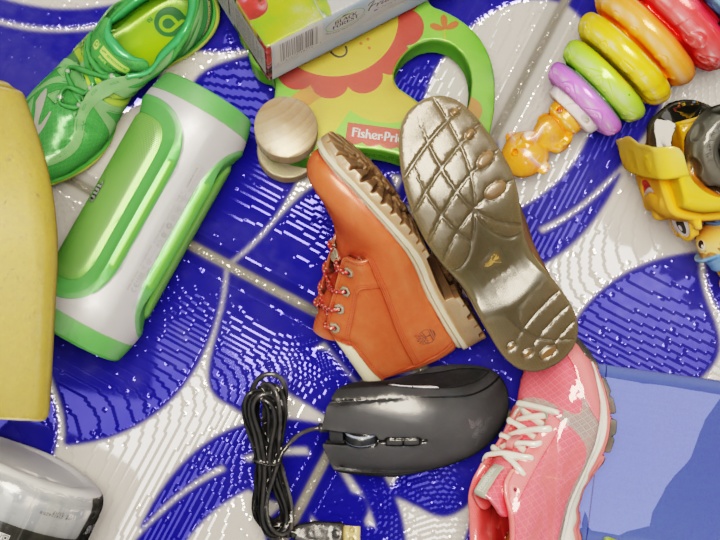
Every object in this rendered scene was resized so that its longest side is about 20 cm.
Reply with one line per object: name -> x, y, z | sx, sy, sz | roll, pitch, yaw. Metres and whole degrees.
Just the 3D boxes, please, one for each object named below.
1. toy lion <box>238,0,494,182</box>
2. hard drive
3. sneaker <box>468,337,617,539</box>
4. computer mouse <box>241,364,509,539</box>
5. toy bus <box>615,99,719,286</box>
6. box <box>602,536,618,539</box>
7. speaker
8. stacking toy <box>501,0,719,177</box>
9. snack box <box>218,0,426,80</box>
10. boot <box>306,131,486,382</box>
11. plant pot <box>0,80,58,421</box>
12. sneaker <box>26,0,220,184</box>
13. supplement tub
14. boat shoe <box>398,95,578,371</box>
toy lion -> 0.004, -0.159, 0.835 | 0.199, 0.069, 0.193 | 9, 78, 1
hard drive -> 0.252, 0.146, 0.822 | 0.199, 0.025, 0.133 | 8, 85, 1
sneaker -> 0.120, 0.139, 0.782 | 0.087, 0.074, 0.201 | 13, 85, -40
computer mouse -> 0.015, 0.141, 0.800 | 0.199, 0.046, 0.141 | -1, 109, -14
toy bus -> 0.302, -0.039, 0.797 | 0.199, 0.136, 0.193 | -13, 102, 1
box -> 0.258, 0.274, 0.793 | 0.199, 0.048, 0.122 | 13, 98, 1
speaker -> -0.159, -0.039, 0.809 | 0.088, 0.088, 0.201 | 29, 86, 2
stacking toy -> 0.180, -0.141, 0.816 | 0.200, 0.110, 0.116 | -46, 65, 9
snack box -> -0.015, -0.246, 0.809 | 0.199, 0.053, 0.143 | -28, 75, -11
boot -> 0.000, 0.000, 0.779 | 0.107, 0.075, 0.200 | -28, 121, 8
plant pot -> -0.296, -0.032, 0.710 | 0.195, 0.194, 0.201 | 7, 96, -26
sneaker -> -0.189, -0.149, 0.818 | 0.074, 0.084, 0.200 | 42, 87, 3
supplement tub -> -0.272, 0.223, 0.770 | 0.122, 0.123, 0.201 | 24, 85, 2
boat shoe -> 0.081, -0.025, 0.767 | 0.072, 0.068, 0.201 | -28, 101, 0
